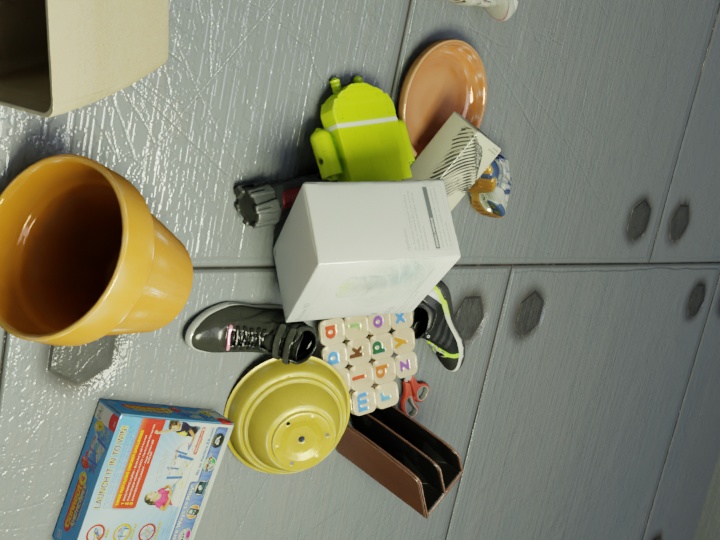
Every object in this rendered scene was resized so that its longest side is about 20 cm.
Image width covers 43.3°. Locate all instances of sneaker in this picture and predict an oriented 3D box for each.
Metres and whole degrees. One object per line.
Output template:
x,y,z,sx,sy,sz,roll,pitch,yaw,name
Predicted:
0.165,-0.440,1.387,0.200,0.081,0.089,35,82,-39,sneaker
-0.143,0.092,1.276,0.199,0.099,0.071,-2,110,-44,sneaker
0.213,-0.170,1.551,0.089,0.075,0.200,-69,157,-16,sneaker
0.120,0.102,1.581,0.083,0.072,0.201,-34,121,-26,sneaker

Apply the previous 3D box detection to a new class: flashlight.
-0.080,-0.101,1.282,0.199,0.067,0.068,-20,121,-41,flashlight

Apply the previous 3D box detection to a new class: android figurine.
0.006,-0.182,1.304,0.181,0.041,0.201,-18,91,-42,android figurine

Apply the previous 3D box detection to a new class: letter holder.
0.053,0.278,1.464,0.101,0.199,0.143,-45,147,-22,letter holder

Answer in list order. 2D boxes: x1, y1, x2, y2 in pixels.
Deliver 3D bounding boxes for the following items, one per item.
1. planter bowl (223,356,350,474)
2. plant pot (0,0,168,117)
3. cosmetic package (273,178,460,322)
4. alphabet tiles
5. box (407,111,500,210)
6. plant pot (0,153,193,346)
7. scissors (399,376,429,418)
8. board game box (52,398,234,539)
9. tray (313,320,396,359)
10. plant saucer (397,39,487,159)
-0.096,0.232,1.341,0.199,0.083,0.202,-7,110,-18,planter bowl
-0.298,-0.275,0.898,0.177,0.199,0.201,-22,123,-51,plant pot
0.001,-0.024,1.240,0.198,0.200,0.124,-3,67,-18,cosmetic package
0.013,0.125,1.452,0.195,0.015,0.202,-10,97,-40,alphabet tiles
0.122,-0.142,1.424,0.082,0.068,0.200,22,110,-49,box
-0.290,-0.007,1.028,0.201,0.199,0.183,-65,153,-2,plant pot
0.081,0.193,1.598,0.073,0.014,0.200,-49,143,-19,scissors
-0.291,0.284,1.237,0.195,0.056,0.201,17,94,-48,board game box
0.010,0.101,1.495,0.199,0.022,0.108,3,103,-47,tray
0.126,-0.267,1.445,0.199,0.037,0.202,-21,122,-38,plant saucer
